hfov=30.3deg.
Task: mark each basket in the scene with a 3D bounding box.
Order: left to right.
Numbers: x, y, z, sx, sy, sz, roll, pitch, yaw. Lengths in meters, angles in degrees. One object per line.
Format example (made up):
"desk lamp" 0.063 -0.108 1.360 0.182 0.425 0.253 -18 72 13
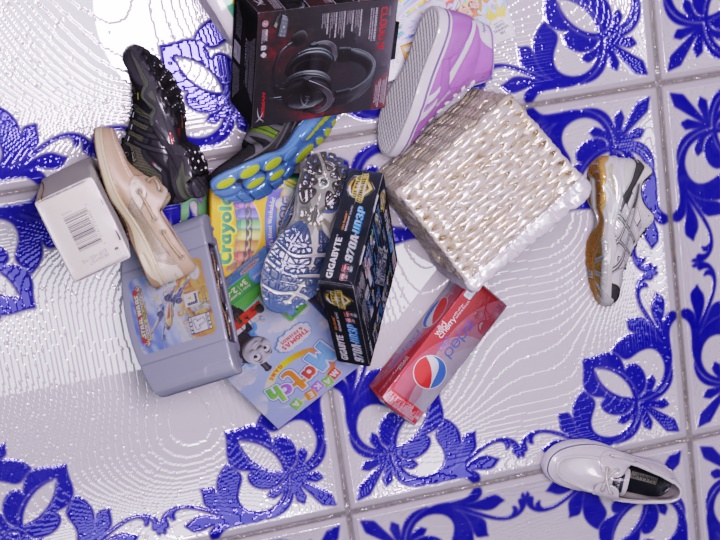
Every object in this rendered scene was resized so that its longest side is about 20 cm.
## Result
"basket" 0.144 -0.106 1.639 0.200 0.198 0.161 -40 104 -2

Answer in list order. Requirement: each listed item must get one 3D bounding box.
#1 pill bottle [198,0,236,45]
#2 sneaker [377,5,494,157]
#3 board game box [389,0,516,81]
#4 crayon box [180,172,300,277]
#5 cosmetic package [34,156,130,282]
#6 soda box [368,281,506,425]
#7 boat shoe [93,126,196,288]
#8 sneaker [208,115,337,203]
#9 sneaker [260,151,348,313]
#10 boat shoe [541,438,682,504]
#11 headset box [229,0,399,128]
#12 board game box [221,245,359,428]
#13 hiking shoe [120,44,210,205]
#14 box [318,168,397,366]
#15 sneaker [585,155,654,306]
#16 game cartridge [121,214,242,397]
"pill bottle" -0.099 -0.365 1.580 0.199 0.113 0.113 -34 106 -4
"sneaker" 0.102 -0.221 1.651 0.114 0.073 0.201 9 122 -32
"board game box" 0.083 -0.326 1.666 0.199 0.034 0.135 -21 105 -7
"crayon box" -0.125 -0.057 1.667 0.199 0.052 0.127 -1 101 -11
"cosmetic package" -0.322 -0.063 1.547 0.073 0.200 0.104 -25 104 -6
"soda box" 0.100 0.099 1.735 0.063 0.070 0.200 38 91 -17
"boat shoe" -0.255 -0.082 1.569 0.064 0.071 0.201 -23 99 -1
"sneaker" -0.113 -0.156 1.623 0.083 0.071 0.200 34 64 24
"sneaker" -0.067 -0.041 1.605 0.077 0.085 0.201 23 83 -9
"boat shoe" 0.348 0.285 1.826 0.199 0.066 0.072 17 97 -15
"headset box" -0.047 -0.261 1.562 0.199 0.077 0.150 -10 129 -24
"board game box" -0.112 0.087 1.676 0.151 0.037 0.200 -38 117 10
"hiking shoe" -0.259 -0.169 1.601 0.100 0.076 0.201 -21 88 16
"box" 0.000 0.000 1.603 0.046 0.200 0.160 8 61 12
"sneaker" 0.348 -0.050 1.755 0.087 0.076 0.201 -2 102 -11
"game cartridge" -0.223 0.045 1.616 0.132 0.042 0.201 -17 78 15
